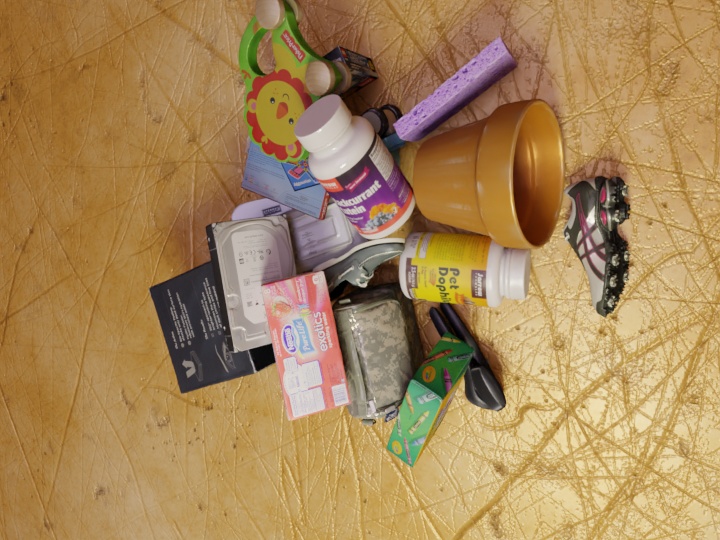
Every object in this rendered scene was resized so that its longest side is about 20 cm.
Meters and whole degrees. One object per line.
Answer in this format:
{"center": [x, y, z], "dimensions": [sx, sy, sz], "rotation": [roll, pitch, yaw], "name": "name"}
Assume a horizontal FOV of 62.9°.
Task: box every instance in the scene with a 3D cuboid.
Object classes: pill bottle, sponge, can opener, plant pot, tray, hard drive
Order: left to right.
{"center": [-0.167, 0.018, 0.958], "dimensions": [0.037, 0.137, 0.207], "rotation": [-8, 92, 54], "name": "hard drive"}
{"center": [-0.087, -0.059, 1.004], "dimensions": [0.195, 0.022, 0.110], "rotation": [-18, 91, 24], "name": "tray"}
{"center": [-0.009, -0.152, 0.867], "dimensions": [0.109, 0.113, 0.201], "rotation": [-21, 131, 25], "name": "pill bottle"}
{"center": [0.145, -0.269, 0.902], "dimensions": [0.198, 0.111, 0.030], "rotation": [-34, 86, 24], "name": "sponge"}
{"center": [0.166, -0.002, 0.936], "dimensions": [0.194, 0.109, 0.113], "rotation": [4, 100, 24], "name": "pill bottle"}
{"center": [0.181, 0.140, 0.983], "dimensions": [0.204, 0.062, 0.079], "rotation": [62, 143, 15], "name": "can opener"}
{"center": [0.182, -0.139, 0.874], "dimensions": [0.180, 0.198, 0.207], "rotation": [5, 101, 38], "name": "plant pot"}

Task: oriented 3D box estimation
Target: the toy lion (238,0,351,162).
{"center": [-0.120, -0.280, 0.904], "dimensions": [0.191, 0.068, 0.202], "rotation": [-40, 85, 33], "name": "toy lion"}

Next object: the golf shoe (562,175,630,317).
{"center": [0.351, -0.036, 0.878], "dimensions": [0.087, 0.076, 0.207], "rotation": [4, 98, 44], "name": "golf shoe"}

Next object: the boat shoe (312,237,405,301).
{"center": [0.000, 0.000, 0.961], "dimensions": [0.197, 0.072, 0.064], "rotation": [-23, 73, 39], "name": "boat shoe"}

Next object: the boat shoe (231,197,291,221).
{"center": [-0.136, -0.111, 1.082], "dimensions": [0.194, 0.068, 0.074], "rotation": [-15, 97, 5], "name": "boat shoe"}

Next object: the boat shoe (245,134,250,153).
{"center": [-0.134, -0.196, 1.064], "dimensions": [0.197, 0.072, 0.067], "rotation": [33, 111, 18], "name": "boat shoe"}

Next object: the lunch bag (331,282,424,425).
{"center": [0.020, 0.135, 0.993], "dimensions": [0.136, 0.167, 0.206], "rotation": [-10, 95, 25], "name": "lunch bag"}

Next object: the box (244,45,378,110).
{"center": [-0.080, -0.298, 0.987], "dimensions": [0.196, 0.136, 0.041], "rotation": [-24, 90, 25], "name": "box"}

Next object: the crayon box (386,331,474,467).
{"center": [0.110, 0.211, 0.949], "dimensions": [0.057, 0.119, 0.203], "rotation": [30, 136, 17], "name": "crayon box"}

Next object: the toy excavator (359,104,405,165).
{"center": [0.007, -0.152, 1.001], "dimensions": [0.190, 0.100, 0.205], "rotation": [-19, 99, 27], "name": "toy excavator"}

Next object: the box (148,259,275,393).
{"center": [-0.251, 0.091, 1.055], "dimensions": [0.196, 0.117, 0.202], "rotation": [-18, 89, 31], "name": "box"}

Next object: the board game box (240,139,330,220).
{"center": [-0.124, -0.166, 1.004], "dimensions": [0.197, 0.019, 0.106], "rotation": [24, 105, 34], "name": "board game box"}

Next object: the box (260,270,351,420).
{"center": [-0.087, 0.111, 0.907], "dimensions": [0.100, 0.095, 0.206], "rotation": [-13, 92, -11], "name": "box"}

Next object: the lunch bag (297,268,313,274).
{"center": [-0.156, 0.033, 1.104], "dimensions": [0.156, 0.082, 0.207], "rotation": [8, 102, 22], "name": "lunch bag"}
